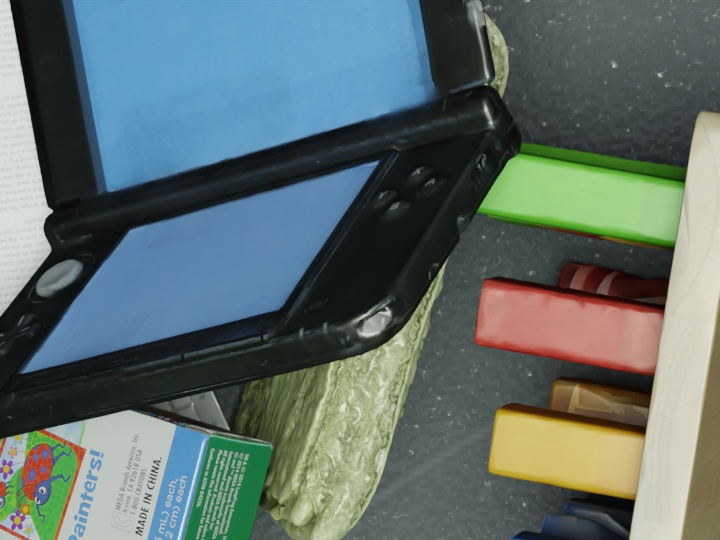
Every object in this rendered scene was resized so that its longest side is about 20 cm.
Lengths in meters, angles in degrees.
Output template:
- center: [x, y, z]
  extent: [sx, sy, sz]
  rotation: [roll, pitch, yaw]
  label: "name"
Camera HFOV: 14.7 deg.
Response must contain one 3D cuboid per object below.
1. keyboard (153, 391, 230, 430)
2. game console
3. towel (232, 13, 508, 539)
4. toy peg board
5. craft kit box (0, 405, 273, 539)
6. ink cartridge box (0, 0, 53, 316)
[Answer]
- center: [-0.112, -0.006, 1.092]
  extent: [0.056, 0.011, 0.201]
  rotation: [-24, 93, 3]
  label: "keyboard"
- center: [-0.060, -0.049, 0.931]
  extent: [0.199, 0.176, 0.117]
  rotation: [-14, 118, 36]
  label: "game console"
- center: [0.000, 0.000, 1.024]
  extent: [0.036, 0.148, 0.201]
  rotation: [15, 91, -14]
  label: "towel"
- center: [0.092, 0.039, 1.006]
  extent: [0.097, 0.200, 0.201]
  rotation: [10, 94, 16]
  label: "toy peg board"
- center: [-0.140, 0.133, 1.000]
  extent: [0.197, 0.048, 0.201]
  rotation: [15, 90, 34]
  label: "craft kit box"
- center: [-0.105, -0.064, 1.057]
  extent: [0.108, 0.050, 0.201]
  rotation: [-7, 96, 9]
  label: "ink cartridge box"
